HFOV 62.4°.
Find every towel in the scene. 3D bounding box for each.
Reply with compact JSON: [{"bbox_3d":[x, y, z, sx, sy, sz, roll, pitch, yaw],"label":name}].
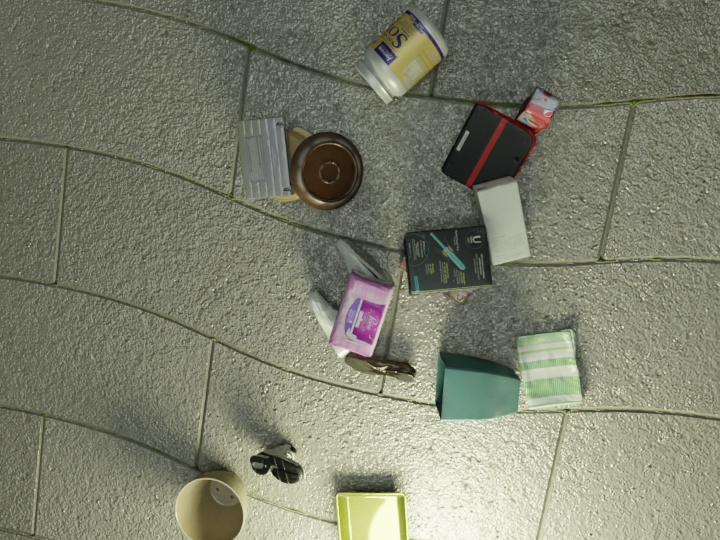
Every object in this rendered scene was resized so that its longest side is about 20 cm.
[{"bbox_3d":[0.498,0.259,1.560,0.151,0.023,0.202,-10,96,10],"label":"towel"}]

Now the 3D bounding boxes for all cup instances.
[{"bbox_3d":[-0.400,0.647,1.674,0.199,0.143,0.202,1,96,8],"label":"cup"}]

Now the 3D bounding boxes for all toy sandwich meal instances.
[{"bbox_3d":[-0.192,-0.284,1.573,0.203,0.070,0.207,2,102,10],"label":"toy sandwich meal"}]

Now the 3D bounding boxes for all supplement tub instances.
[{"bbox_3d":[0.099,-0.524,1.459,0.200,0.145,0.146,-41,90,10],"label":"supplement tub"}]

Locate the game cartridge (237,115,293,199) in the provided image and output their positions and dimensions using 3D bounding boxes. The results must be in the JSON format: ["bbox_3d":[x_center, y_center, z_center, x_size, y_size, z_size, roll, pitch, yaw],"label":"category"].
[{"bbox_3d":[-0.246,-0.288,1.529,0.129,0.038,0.202,-2,101,15],"label":"game cartridge"}]

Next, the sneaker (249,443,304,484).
[{"bbox_3d":[-0.202,0.515,1.631,0.200,0.115,0.076,-3,103,42],"label":"sneaker"}]

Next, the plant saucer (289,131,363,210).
[{"bbox_3d":[-0.082,-0.254,1.531,0.199,0.032,0.202,-4,104,-18],"label":"plant saucer"}]

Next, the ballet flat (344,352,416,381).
[{"bbox_3d":[0.055,0.255,1.613,0.198,0.068,0.047,11,54,10],"label":"ballet flat"}]

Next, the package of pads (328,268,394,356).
[{"bbox_3d":[0.004,0.108,1.523,0.120,0.076,0.201,18,100,-1],"label":"package of pads"}]

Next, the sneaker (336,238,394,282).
[{"bbox_3d":[0.000,0.000,1.578,0.200,0.076,0.080,46,110,2],"label":"sneaker"}]

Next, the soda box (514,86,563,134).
[{"bbox_3d":[0.415,-0.374,1.404,0.070,0.200,0.064,28,99,4],"label":"soda box"}]

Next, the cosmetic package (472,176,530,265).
[{"bbox_3d":[0.352,-0.124,1.482,0.101,0.074,0.201,-14,109,3],"label":"cosmetic package"}]

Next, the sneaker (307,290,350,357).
[{"bbox_3d":[-0.052,0.122,1.602,0.115,0.074,0.201,-28,101,8],"label":"sneaker"}]

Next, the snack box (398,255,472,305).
[{"bbox_3d":[0.203,0.011,1.570,0.199,0.024,0.072,30,97,4],"label":"snack box"}]

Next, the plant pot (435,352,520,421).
[{"bbox_3d":[0.303,0.302,1.540,0.198,0.141,0.143,3,98,0],"label":"plant pot"}]

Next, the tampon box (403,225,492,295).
[{"bbox_3d":[0.214,-0.022,1.491,0.198,0.126,0.151,-5,85,1],"label":"tampon box"}]

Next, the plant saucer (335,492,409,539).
[{"bbox_3d":[0.036,0.708,1.668,0.198,0.048,0.201,-3,96,8],"label":"plant saucer"}]

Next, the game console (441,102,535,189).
[{"bbox_3d":[0.321,-0.293,1.491,0.176,0.031,0.201,31,117,8],"label":"game console"}]
